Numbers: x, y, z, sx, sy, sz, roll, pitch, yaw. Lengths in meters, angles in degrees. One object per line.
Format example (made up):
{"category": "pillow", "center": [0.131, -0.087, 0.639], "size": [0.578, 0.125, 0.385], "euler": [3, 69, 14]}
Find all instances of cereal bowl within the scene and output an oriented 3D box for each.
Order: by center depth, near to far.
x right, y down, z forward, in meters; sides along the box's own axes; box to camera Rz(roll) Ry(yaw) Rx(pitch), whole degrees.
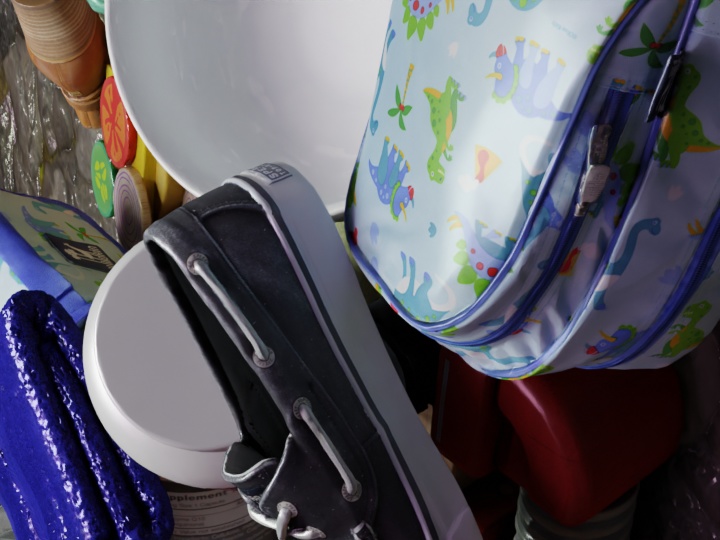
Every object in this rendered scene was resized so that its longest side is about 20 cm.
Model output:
{"category": "cereal bowl", "center": [-0.011, -0.118, 0.706], "size": [0.199, 0.083, 0.201], "euler": [-2, 87, 30]}

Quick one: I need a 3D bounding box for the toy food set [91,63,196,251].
{"category": "toy food set", "center": [-0.124, -0.078, 1.042], "size": [0.200, 0.048, 0.199], "euler": [48, 139, 49]}

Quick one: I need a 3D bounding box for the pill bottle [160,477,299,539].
{"category": "pill bottle", "center": [-0.092, 0.100, 0.912], "size": [0.114, 0.113, 0.201], "euler": [-124, 25, -43]}

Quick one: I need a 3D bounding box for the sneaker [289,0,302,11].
{"category": "sneaker", "center": [-0.055, -0.180, 0.836], "size": [0.087, 0.073, 0.201], "euler": [-50, 57, 50]}

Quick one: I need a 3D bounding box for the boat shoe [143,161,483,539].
{"category": "boat shoe", "center": [-0.016, 0.065, 0.574], "size": [0.072, 0.068, 0.201], "euler": [-3, 112, 62]}

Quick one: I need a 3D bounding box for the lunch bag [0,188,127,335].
{"category": "lunch bag", "center": [-0.179, 0.042, 1.009], "size": [0.170, 0.127, 0.200], "euler": [38, 163, 36]}

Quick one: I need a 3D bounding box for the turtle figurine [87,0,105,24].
{"category": "turtle figurine", "center": [-0.135, -0.189, 0.943], "size": [0.101, 0.149, 0.201], "euler": [87, 169, -45]}

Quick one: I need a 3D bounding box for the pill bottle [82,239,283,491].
{"category": "pill bottle", "center": [-0.059, 0.040, 0.711], "size": [0.200, 0.112, 0.114], "euler": [88, 170, -83]}

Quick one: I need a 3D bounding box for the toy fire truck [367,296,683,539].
{"category": "toy fire truck", "center": [0.076, 0.107, 0.624], "size": [0.200, 0.128, 0.177], "euler": [34, 135, 33]}

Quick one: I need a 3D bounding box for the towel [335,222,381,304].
{"category": "towel", "center": [0.000, 0.000, 0.820], "size": [0.200, 0.036, 0.149], "euler": [37, 131, 55]}

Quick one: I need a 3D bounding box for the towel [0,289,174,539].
{"category": "towel", "center": [-0.165, 0.100, 0.858], "size": [0.148, 0.049, 0.200], "euler": [60, 155, 6]}

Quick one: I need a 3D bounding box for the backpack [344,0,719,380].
{"category": "backpack", "center": [0.075, -0.061, 0.533], "size": [0.163, 0.153, 0.201], "euler": [50, 147, 43]}

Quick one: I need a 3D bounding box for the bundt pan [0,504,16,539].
{"category": "bundt pan", "center": [-0.169, 0.228, 1.067], "size": [0.076, 0.201, 0.203], "euler": [-32, 68, 50]}

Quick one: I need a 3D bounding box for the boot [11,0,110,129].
{"category": "boot", "center": [-0.189, -0.212, 1.120], "size": [0.155, 0.073, 0.201], "euler": [74, -156, -62]}
